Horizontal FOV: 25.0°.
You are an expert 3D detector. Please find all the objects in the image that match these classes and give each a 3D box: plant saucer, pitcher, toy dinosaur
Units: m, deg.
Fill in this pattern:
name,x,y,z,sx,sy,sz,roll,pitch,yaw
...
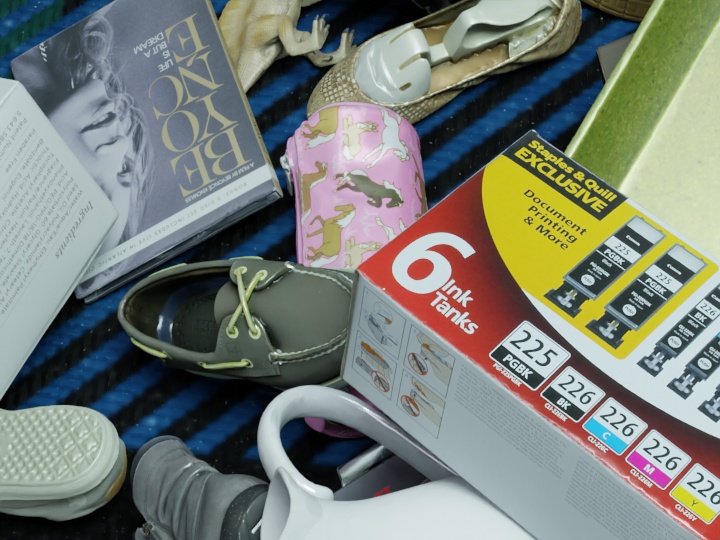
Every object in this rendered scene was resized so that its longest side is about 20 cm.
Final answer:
name,x,y,z,sx,sy,sz,roll,pitch,yaw
plant saucer,0.220,-0.054,0.860,0.199,0.048,0.201,28,80,22
pitcher,0.042,0.134,0.782,0.197,0.122,0.173,8,48,-8
toy dinosaur,-0.059,-0.159,1.102,0.100,0.058,0.202,5,66,28

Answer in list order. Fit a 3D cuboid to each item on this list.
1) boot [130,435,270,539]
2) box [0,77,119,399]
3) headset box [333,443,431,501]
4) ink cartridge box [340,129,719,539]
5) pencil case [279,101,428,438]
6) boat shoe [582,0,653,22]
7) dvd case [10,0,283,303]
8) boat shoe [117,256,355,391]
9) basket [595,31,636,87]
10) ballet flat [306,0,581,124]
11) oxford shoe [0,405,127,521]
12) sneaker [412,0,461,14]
name,x,y,z,sx,sy,sz,roll,pitch,yaw
boot,-0.073,0.197,0.880,0.069,0.131,0.203,-2,97,-36
box,-0.288,-0.011,0.961,0.197,0.131,0.201,13,62,33
headset box,0.057,0.176,0.878,0.148,0.075,0.201,-29,62,-10
ink cartridge box,0.121,0.035,0.745,0.199,0.084,0.175,37,55,22
pencil case,0.000,0.000,0.980,0.086,0.083,0.202,-19,58,24
boat shoe,0.223,-0.208,1.081,0.197,0.071,0.070,11,61,2
dvd case,-0.145,-0.095,1.064,0.147,0.016,0.202,-27,61,10
boat shoe,-0.063,0.028,0.924,0.200,0.060,0.073,-4,69,47
basket,0.250,-0.108,0.974,0.197,0.181,0.138,-16,66,8
ballet flat,0.054,-0.147,1.063,0.198,0.065,0.071,-27,72,-7
oxford shoe,-0.222,0.112,0.960,0.197,0.058,0.076,0,62,24
sneaker,0.107,-0.240,1.119,0.198,0.078,0.085,-28,45,-13
